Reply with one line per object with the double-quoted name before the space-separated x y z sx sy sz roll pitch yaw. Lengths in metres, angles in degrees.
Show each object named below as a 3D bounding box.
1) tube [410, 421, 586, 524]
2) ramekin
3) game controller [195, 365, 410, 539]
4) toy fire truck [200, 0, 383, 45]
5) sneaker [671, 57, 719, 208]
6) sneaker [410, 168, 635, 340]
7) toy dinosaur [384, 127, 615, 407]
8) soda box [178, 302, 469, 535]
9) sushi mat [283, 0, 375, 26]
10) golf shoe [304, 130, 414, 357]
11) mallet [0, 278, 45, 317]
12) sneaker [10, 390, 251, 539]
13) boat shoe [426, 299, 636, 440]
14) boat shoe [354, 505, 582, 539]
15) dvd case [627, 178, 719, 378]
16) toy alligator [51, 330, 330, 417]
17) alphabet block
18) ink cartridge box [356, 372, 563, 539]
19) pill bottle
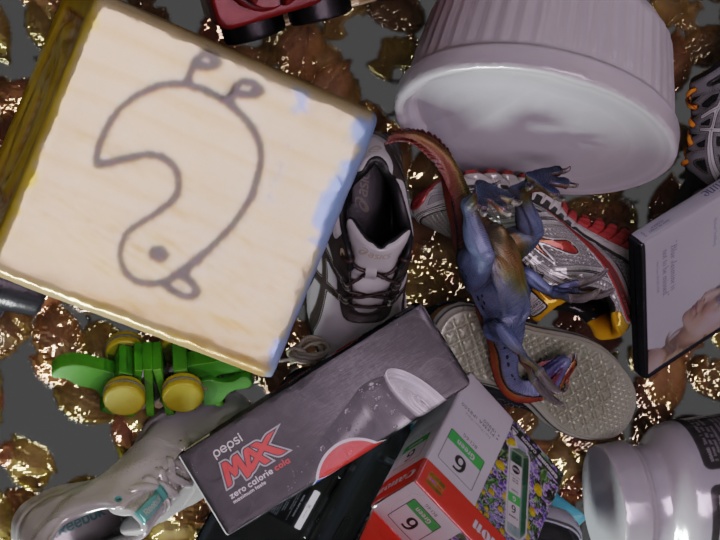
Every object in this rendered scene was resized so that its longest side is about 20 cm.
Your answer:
"tube" 0.086 0.154 1.486 0.077 0.050 0.200 -41 112 7
"ramekin" 0.128 -0.136 1.366 0.202 0.202 0.095 17 69 -17
"game controller" -0.046 0.168 1.432 0.104 0.042 0.200 29 105 2
"toy fire truck" -0.017 -0.224 1.289 0.175 0.200 0.129 -17 106 -10
"sneaker" 0.277 -0.115 1.474 0.077 0.078 0.201 27 100 11
"sneaker" 0.127 -0.012 1.431 0.199 0.078 0.082 23 64 -16
"toy dinosaur" 0.107 0.008 1.390 0.105 0.200 0.182 -27 143 -34
"soda box" -0.025 0.103 1.360 0.200 0.063 0.071 -32 89 -1
"sushi mat" 0.014 -0.245 1.405 0.199 0.012 0.096 -16 106 -10
"golf shoe" 0.000 0.000 1.404 0.077 0.094 0.201 -4 101 -7
"mallet" -0.290 0.074 1.379 0.066 0.041 0.200 27 97 -19
"sneaker" -0.153 0.159 1.399 0.200 0.088 0.075 -33 105 -13
"boat shoe" 0.126 0.071 1.471 0.200 0.062 0.075 23 91 -27
"boat shoe" 0.069 0.209 1.461 0.199 0.057 0.069 -1 124 -1
"dvd case" 0.282 -0.018 1.460 0.200 0.018 0.143 -31 137 -21
"toy alligator" -0.121 0.079 1.404 0.199 0.059 0.054 -3 131 -5
"alphabet block" -0.131 -0.066 1.308 0.199 0.196 0.196 21 93 -17
"ink cartridge box" 0.068 0.172 1.355 0.109 0.200 0.050 47 125 -10
"pill bottle" 0.280 0.167 1.500 0.199 0.116 0.116 -6 102 -13
